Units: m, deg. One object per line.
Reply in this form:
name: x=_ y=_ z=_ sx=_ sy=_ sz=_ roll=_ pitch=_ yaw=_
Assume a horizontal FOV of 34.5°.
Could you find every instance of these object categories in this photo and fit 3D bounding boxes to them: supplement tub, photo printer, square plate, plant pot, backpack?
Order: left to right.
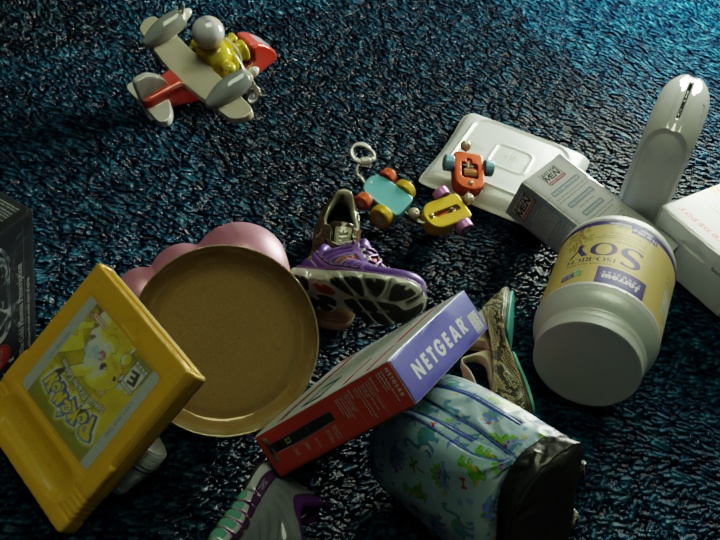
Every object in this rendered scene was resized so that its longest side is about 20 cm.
plant pot: x=-0.144 y=0.074 z=1.222 sx=0.199 sy=0.027 sz=0.201 roll=1 pitch=86 yaw=-7
backpack: x=0.105 y=0.188 z=1.142 sx=0.153 sy=0.164 sz=0.200 roll=-16 pitch=40 yaw=-24
square plate: x=0.207 y=-0.146 z=1.630 sx=0.198 sy=0.029 sz=0.200 roll=23 pitch=43 yaw=12
supplement tub: x=0.282 y=0.045 z=1.347 sx=0.145 sy=0.146 sz=0.200 roll=20 pitch=42 yaw=9
photo printer: x=0.405 y=-0.155 z=1.559 sx=0.069 sy=0.200 sz=0.167 roll=22 pitch=43 yaw=11

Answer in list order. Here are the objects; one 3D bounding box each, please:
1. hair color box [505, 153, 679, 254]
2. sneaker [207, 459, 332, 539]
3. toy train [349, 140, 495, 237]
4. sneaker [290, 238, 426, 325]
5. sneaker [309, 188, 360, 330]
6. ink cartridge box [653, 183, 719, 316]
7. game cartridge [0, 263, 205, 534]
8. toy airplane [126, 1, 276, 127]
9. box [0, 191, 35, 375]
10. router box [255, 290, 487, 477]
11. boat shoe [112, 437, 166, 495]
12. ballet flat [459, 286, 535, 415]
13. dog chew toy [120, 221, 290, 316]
hair color box: x=0.300 y=-0.055 z=1.505 sx=0.200 sy=0.061 sz=0.099 roll=41 pitch=47 yaw=15
sneaker: x=-0.095 y=0.262 z=1.074 sx=0.087 sy=0.075 sz=0.200 roll=25 pitch=42 yaw=7
toy train: x=0.080 y=-0.104 z=1.521 sx=0.199 sy=0.056 sz=0.151 roll=4 pitch=55 yaw=-13
sneaker: x=0.000 y=0.000 z=1.271 sx=0.200 sy=0.081 sz=0.084 roll=12 pitch=58 yaw=48
sneaker: x=-0.034 y=-0.018 z=1.394 sx=0.070 sy=0.076 sz=0.200 roll=6 pitch=41 yaw=-7
ink cartridge box: x=0.500 y=-0.039 z=1.539 sx=0.200 sy=0.084 sz=0.145 roll=-19 pitch=50 yaw=-31
game cartridge: x=-0.265 y=0.121 z=1.120 sx=0.200 sy=0.032 sz=0.176 roll=-49 pitch=59 yaw=4
toy airplane: x=-0.225 y=-0.283 z=1.593 sx=0.199 sy=0.141 sz=0.199 roll=12 pitch=42 yaw=0
box: x=-0.421 y=0.037 z=1.147 sx=0.104 sy=0.200 sz=0.182 roll=28 pitch=44 yaw=17
router box: x=0.014 y=0.110 z=1.156 sx=0.049 sy=0.179 sz=0.200 roll=57 pitch=32 yaw=-2
boat shoe: x=-0.265 y=0.138 z=1.169 sx=0.074 sy=0.067 sz=0.200 roll=36 pitch=12 yaw=-47
ballet flat: x=0.150 y=0.096 z=1.327 sx=0.075 sy=0.068 sz=0.200 roll=-6 pitch=44 yaw=3
dog chew toy: x=-0.180 y=0.019 z=1.290 sx=0.199 sy=0.125 sz=0.125 roll=-14 pitch=47 yaw=-16
